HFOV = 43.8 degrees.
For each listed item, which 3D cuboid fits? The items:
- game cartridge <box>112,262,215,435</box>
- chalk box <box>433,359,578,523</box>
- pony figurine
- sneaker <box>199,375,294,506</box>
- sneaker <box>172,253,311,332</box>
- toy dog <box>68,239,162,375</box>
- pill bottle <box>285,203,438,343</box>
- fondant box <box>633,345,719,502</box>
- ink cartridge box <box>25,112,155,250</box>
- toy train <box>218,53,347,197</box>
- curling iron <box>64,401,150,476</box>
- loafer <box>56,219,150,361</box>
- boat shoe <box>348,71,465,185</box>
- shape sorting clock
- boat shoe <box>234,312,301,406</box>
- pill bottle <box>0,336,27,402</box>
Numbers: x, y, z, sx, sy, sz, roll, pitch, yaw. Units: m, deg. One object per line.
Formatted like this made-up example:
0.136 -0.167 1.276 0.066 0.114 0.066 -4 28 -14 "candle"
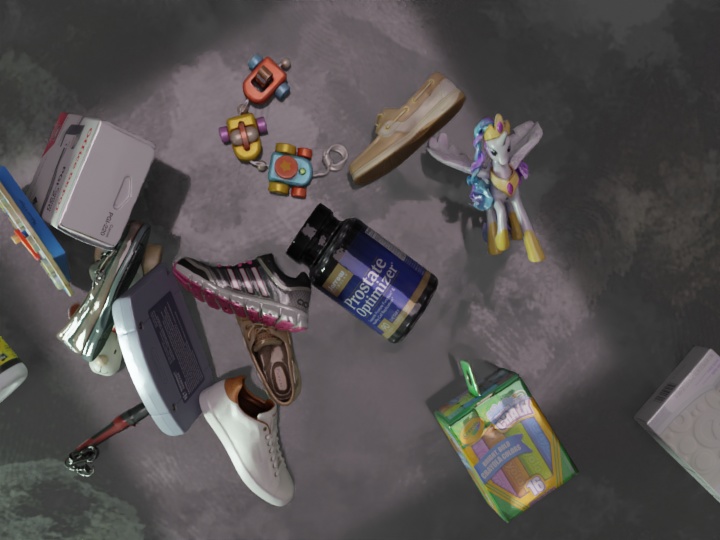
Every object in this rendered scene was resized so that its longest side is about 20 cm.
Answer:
-0.259 0.107 1.187 0.040 0.133 0.203 -12 109 17 "game cartridge"
0.186 0.218 1.239 0.123 0.124 0.202 -33 90 -3 "chalk box"
0.189 -0.127 1.229 0.164 0.193 0.203 -15 109 0 "pony figurine"
-0.134 0.233 1.223 0.084 0.073 0.202 -27 107 17 "sneaker"
-0.152 0.013 1.209 0.197 0.074 0.089 19 71 3 "sneaker"
-0.330 0.040 1.224 0.129 0.096 0.204 -8 89 -3 "toy dog"
0.000 0.000 1.237 0.199 0.112 0.113 35 87 -2 "pill bottle"
0.517 0.230 1.291 0.200 0.058 0.145 43 87 -3 "fondant box"
-0.357 -0.120 1.168 0.084 0.199 0.148 24 87 -36 "ink cartridge box"
-0.115 -0.202 1.262 0.150 0.056 0.201 -41 91 -3 "toy train"
-0.325 0.219 1.255 0.199 0.026 0.050 -36 54 -7 "curling iron"
-0.334 0.021 1.154 0.062 0.072 0.202 26 103 -2 "loafer"
0.055 -0.202 1.269 0.199 0.074 0.069 -39 80 -4 "boat shoe"
-0.436 -0.050 1.169 0.039 0.200 0.201 -34 91 -22 "shape sorting clock"
-0.129 0.090 1.251 0.070 0.065 0.203 -21 90 -4 "boat shoe"
-0.552 0.097 1.203 0.112 0.112 0.201 -40 91 -3 "pill bottle"
